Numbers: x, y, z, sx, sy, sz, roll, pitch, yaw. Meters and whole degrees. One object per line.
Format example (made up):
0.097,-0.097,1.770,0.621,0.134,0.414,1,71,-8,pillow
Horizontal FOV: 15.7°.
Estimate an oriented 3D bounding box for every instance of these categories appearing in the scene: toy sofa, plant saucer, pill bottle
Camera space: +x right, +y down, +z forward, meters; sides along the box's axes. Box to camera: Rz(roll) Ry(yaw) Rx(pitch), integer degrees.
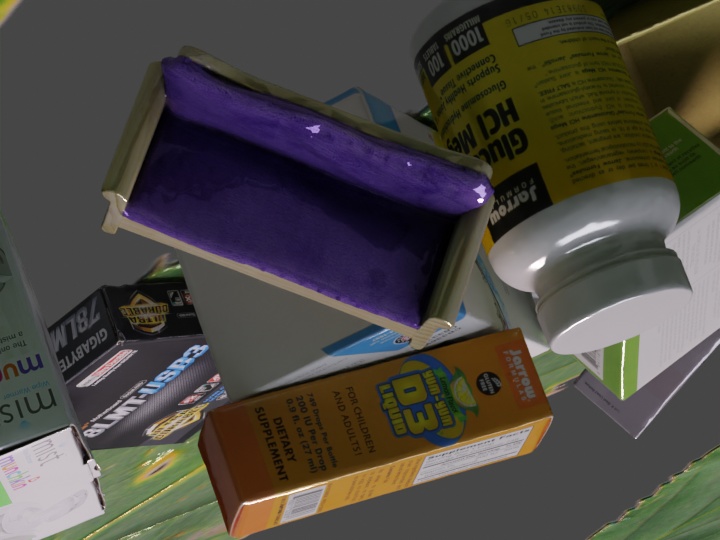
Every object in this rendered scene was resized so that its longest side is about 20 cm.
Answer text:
-0.033,-0.037,1.397,0.200,0.083,0.098,21,160,-5,toy sofa
0.244,-0.129,1.596,0.200,0.048,0.200,-23,144,6,plant saucer
0.110,-0.061,1.461,0.112,0.200,0.112,-19,162,-6,pill bottle

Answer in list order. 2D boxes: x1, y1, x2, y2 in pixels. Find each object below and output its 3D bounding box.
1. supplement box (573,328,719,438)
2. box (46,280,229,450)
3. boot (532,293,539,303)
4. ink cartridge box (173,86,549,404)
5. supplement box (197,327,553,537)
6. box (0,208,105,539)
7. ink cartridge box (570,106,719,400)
0.225,0.034,1.837,0.109,0.061,0.200,-52,175,23,supplement box
-0.150,0.068,1.812,0.198,0.050,0.200,-4,155,-45,box
0.087,0.018,1.826,0.200,0.073,0.182,-14,166,-10,boot
0.000,0.000,1.608,0.147,0.146,0.200,-26,162,18,ink cartridge box
0.009,0.094,1.547,0.200,0.067,0.069,-15,159,-17,supplement box
-0.217,0.050,1.463,0.097,0.177,0.200,-19,163,-7,box
0.210,-0.035,1.610,0.200,0.076,0.148,-35,148,-21,ink cartridge box
